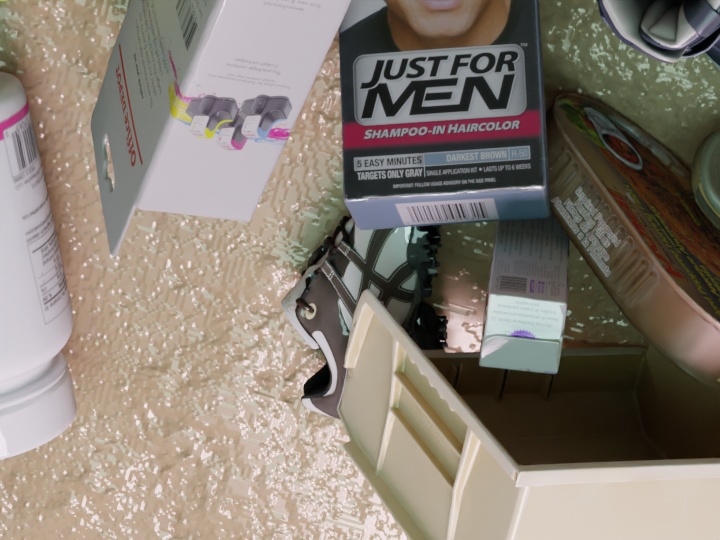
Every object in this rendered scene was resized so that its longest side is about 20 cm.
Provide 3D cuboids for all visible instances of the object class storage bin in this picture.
[{"bbox_3d":[0.115,0.086,1.074,0.200,0.199,0.094,0,117,-25],"label":"storage bin"}]

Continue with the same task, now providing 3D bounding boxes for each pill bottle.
[{"bbox_3d":[-0.224,-0.002,1.162,0.113,0.113,0.200,-6,110,9],"label":"pill bottle"}]

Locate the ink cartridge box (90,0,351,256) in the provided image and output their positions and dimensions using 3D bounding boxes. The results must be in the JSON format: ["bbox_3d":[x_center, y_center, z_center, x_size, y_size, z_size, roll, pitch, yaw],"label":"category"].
[{"bbox_3d":[-0.078,-0.108,1.081,0.068,0.115,0.200,7,135,-23],"label":"ink cartridge box"}]

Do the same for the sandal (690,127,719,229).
[{"bbox_3d":[0.273,-0.036,1.108,0.200,0.080,0.054,20,149,-6],"label":"sandal"}]

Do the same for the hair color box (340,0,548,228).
[{"bbox_3d":[0.041,-0.127,1.056,0.099,0.061,0.200,-4,76,7],"label":"hair color box"}]

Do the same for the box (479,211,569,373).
[{"bbox_3d":[0.087,0.000,1.081,0.041,0.200,0.039,8,109,3],"label":"box"}]

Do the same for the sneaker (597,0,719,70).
[{"bbox_3d":[0.195,-0.123,1.053,0.202,0.146,0.077,34,109,-9],"label":"sneaker"}]

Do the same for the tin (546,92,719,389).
[{"bbox_3d":[0.154,-0.014,1.080,0.112,0.200,0.042,19,121,-45],"label":"tin"}]

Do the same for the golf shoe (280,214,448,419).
[{"bbox_3d":[0.000,0.000,1.158,0.094,0.078,0.200,0,110,7],"label":"golf shoe"}]
